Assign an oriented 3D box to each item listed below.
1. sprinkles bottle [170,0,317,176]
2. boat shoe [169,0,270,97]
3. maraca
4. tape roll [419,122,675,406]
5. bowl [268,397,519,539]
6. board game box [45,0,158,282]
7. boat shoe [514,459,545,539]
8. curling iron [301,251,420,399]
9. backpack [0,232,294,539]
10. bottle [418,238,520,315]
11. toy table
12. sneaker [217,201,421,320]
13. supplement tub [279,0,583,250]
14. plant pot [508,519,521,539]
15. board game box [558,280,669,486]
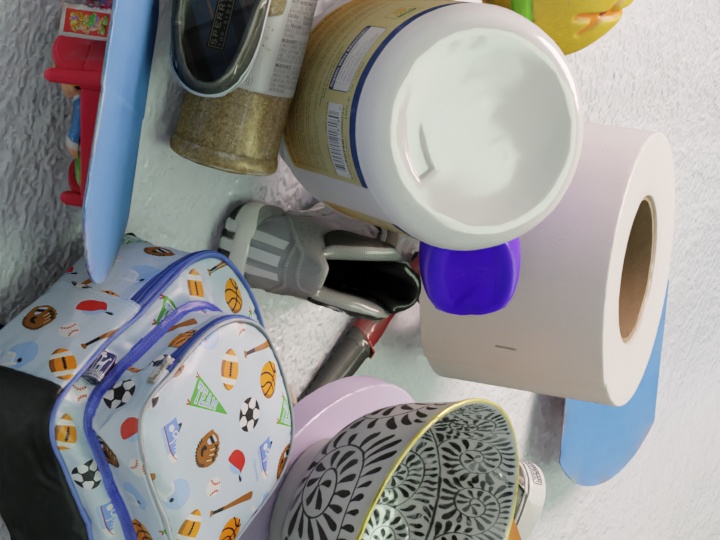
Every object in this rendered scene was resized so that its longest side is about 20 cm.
[{"bbox_3d":[-0.058,-0.159,1.547,0.068,0.068,0.201,-3,110,-61],"label":"sprinkles bottle"},{"bbox_3d":[-0.069,-0.196,1.477,0.057,0.068,0.201,-95,-166,-82],"label":"boat shoe"},{"bbox_3d":[0.120,-0.215,1.573,0.200,0.107,0.137,84,25,-45],"label":"maraca"},{"bbox_3d":[0.138,-0.011,1.890,0.203,0.139,0.203,10,90,-71],"label":"tape roll"},{"bbox_3d":[0.006,0.158,1.590,0.201,0.094,0.201,-39,139,-44],"label":"bowl"},{"bbox_3d":[-0.148,-0.095,1.428,0.158,0.039,0.201,49,49,-86],"label":"board game box"},{"bbox_3d":[0.080,0.236,2.072,0.064,0.071,0.201,10,109,-30],"label":"boat shoe"},{"bbox_3d":[0.006,0.054,1.847,0.200,0.025,0.050,-50,143,-35],"label":"curling iron"},{"bbox_3d":[-0.127,0.076,1.496,0.191,0.154,0.200,-59,150,-42],"label":"backpack"},{"bbox_3d":[0.071,-0.059,1.727,0.200,0.065,0.084,-89,177,-51],"label":"bottle"},{"bbox_3d":[-0.065,0.121,1.663,0.200,0.117,0.184,-10,116,-59],"label":"toy table"},{"bbox_3d":[0.000,0.000,1.705,0.200,0.115,0.075,-8,114,-60],"label":"sneaker"},{"bbox_3d":[0.032,-0.095,1.580,0.144,0.200,0.145,-4,100,-22],"label":"supplement tub"},{"bbox_3d":[0.027,0.198,1.824,0.140,0.199,0.201,-40,143,-72],"label":"plant pot"},{"bbox_3d":[0.202,0.083,2.222,0.158,0.039,0.201,-20,119,-51],"label":"board game box"}]
